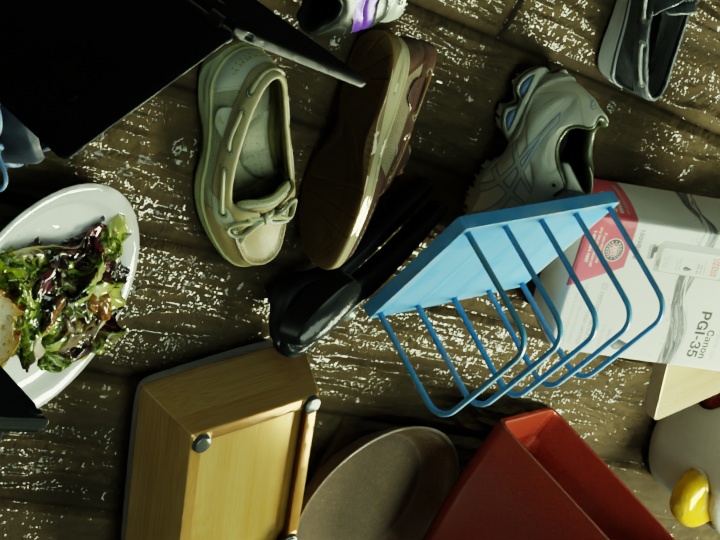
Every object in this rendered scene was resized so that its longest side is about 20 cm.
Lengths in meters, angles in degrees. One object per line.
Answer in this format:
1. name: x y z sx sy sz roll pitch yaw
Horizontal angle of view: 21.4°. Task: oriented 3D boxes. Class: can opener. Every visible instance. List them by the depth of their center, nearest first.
1. can opener: 0.000 0.000 1.589 0.200 0.079 0.063 -42 133 -25

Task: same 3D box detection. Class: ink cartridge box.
1. ink cartridge box: 0.277 0.005 1.772 0.199 0.083 0.147 8 116 -14

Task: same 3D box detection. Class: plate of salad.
1. plate of salad: -0.223 0.030 1.381 0.200 0.048 0.200 -42 149 -32

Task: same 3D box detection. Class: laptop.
1. laptop: -0.140 -0.141 1.245 0.200 0.187 0.116 16 109 -49

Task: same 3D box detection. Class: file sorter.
1. file sorter: 0.135 0.030 1.587 0.200 0.123 0.139 -10 155 -44

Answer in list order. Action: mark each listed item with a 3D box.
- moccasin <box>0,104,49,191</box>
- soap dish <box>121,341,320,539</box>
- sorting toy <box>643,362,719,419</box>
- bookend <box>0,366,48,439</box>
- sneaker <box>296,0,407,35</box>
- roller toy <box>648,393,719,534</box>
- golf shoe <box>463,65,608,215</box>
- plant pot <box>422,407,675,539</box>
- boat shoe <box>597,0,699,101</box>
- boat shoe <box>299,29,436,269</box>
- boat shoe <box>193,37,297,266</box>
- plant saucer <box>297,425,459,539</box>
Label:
1. moccasin: -0.233 -0.106 1.276 0.200 0.068 0.081 -32 137 -21
2. soap dish: -0.115 0.166 1.590 0.157 0.081 0.200 -15 128 -35
3. sorting toy: 0.364 0.027 1.948 0.200 0.070 0.199 -19 131 -33
4. bookend: -0.325 0.126 1.266 0.092 0.200 0.199 6 114 -45
5. sneaker: -0.017 -0.251 1.370 0.099 0.070 0.200 -24 133 -26
6. roller toy: 0.418 0.193 2.071 0.200 0.140 0.183 12 110 -47
7. golf shoe: 0.152 -0.073 1.648 0.078 0.097 0.200 -13 129 -39
8. plant pot: 0.166 0.268 1.827 0.176 0.200 0.200 -46 166 14
9. boat shoe: 0.262 -0.242 1.642 0.072 0.068 0.200 -9 125 -39
10. boat shoe: 0.012 -0.093 1.522 0.072 0.072 0.200 0 113 -42
11. boat shoe: -0.080 -0.078 1.448 0.073 0.063 0.201 -23 133 -30
12. plant saucer: 0.005 0.221 1.782 0.200 0.037 0.201 -25 135 -28
